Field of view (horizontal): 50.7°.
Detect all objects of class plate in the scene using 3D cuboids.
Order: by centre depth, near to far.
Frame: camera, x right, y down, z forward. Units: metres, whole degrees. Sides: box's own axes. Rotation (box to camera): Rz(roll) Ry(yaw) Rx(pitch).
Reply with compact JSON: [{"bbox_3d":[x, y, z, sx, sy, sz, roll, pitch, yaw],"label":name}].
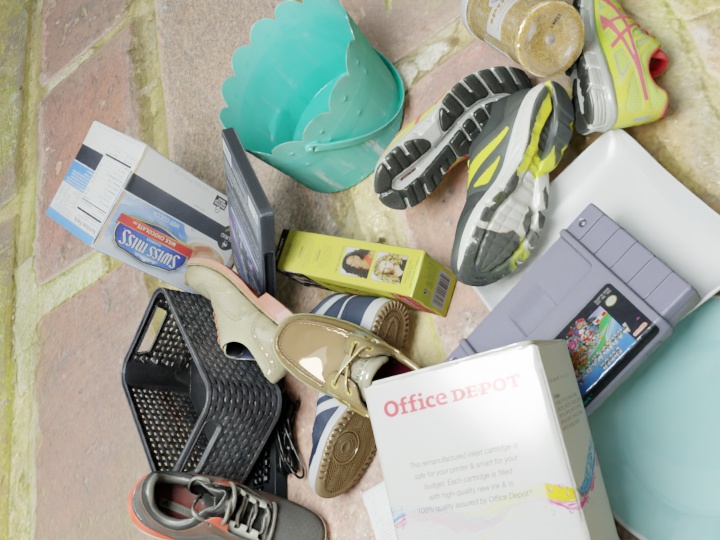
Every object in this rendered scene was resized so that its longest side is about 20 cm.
[{"bbox_3d":[0.262,0.116,0.577,0.198,0.025,0.204,-24,51,32],"label":"plate"},{"bbox_3d":[0.207,-0.002,0.666,0.200,0.032,0.201,-44,42,14],"label":"plate"}]

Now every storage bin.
[{"bbox_3d":[-0.181,0.128,0.840,0.137,0.093,0.200,-60,42,19],"label":"storage bin"}]

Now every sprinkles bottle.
[{"bbox_3d":[0.156,-0.249,0.759,0.068,0.068,0.201,-42,25,13],"label":"sprinkles bottle"}]

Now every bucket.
[{"bbox_3d":[-0.053,-0.202,0.898,0.204,0.134,0.212,-15,62,31],"label":"bucket"}]

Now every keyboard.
[{"bbox_3d":[-0.113,0.171,0.834,0.103,0.039,0.204,-22,59,28],"label":"keyboard"}]

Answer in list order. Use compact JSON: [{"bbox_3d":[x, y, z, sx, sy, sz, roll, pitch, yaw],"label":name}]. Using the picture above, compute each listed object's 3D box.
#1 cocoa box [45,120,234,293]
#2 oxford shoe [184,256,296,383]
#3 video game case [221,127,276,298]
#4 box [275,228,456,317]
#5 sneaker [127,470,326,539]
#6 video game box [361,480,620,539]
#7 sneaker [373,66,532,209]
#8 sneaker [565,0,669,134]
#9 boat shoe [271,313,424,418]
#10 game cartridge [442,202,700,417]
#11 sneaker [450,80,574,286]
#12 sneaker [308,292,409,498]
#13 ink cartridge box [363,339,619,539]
[{"bbox_3d":[-0.256,-0.068,0.945,0.132,0.199,0.133,26,85,40],"label":"cocoa box"},{"bbox_3d":[-0.134,0.046,0.792,0.198,0.071,0.074,28,77,41],"label":"oxford shoe"},{"bbox_3d":[-0.124,-0.036,0.857,0.019,0.202,0.144,-15,50,-17],"label":"video game case"},{"bbox_3d":[0.000,0.000,0.808,0.197,0.075,0.051,10,77,38],"label":"box"},{"bbox_3d":[-0.121,0.236,0.715,0.082,0.196,0.078,124,157,-56],"label":"sneaker"},{"bbox_3d":[0.112,0.231,0.635,0.198,0.047,0.185,-35,51,20],"label":"video game box"},{"bbox_3d":[0.090,-0.147,0.799,0.198,0.079,0.090,-34,15,0],"label":"sneaker"},{"bbox_3d":[0.246,-0.209,0.730,0.088,0.079,0.204,1,59,5],"label":"sneaker"},{"bbox_3d":[0.009,0.093,0.686,0.197,0.066,0.075,23,82,5],"label":"boat shoe"},{"bbox_3d":[0.163,0.055,0.624,0.201,0.038,0.130,-49,38,11],"label":"game cartridge"},{"bbox_3d":[0.133,-0.079,0.716,0.084,0.074,0.203,15,77,61],"label":"sneaker"},{"bbox_3d":[-0.026,0.119,0.775,0.107,0.070,0.204,14,81,45],"label":"sneaker"},{"bbox_3d":[0.100,0.165,0.554,0.145,0.085,0.204,-18,78,29],"label":"ink cartridge box"}]
